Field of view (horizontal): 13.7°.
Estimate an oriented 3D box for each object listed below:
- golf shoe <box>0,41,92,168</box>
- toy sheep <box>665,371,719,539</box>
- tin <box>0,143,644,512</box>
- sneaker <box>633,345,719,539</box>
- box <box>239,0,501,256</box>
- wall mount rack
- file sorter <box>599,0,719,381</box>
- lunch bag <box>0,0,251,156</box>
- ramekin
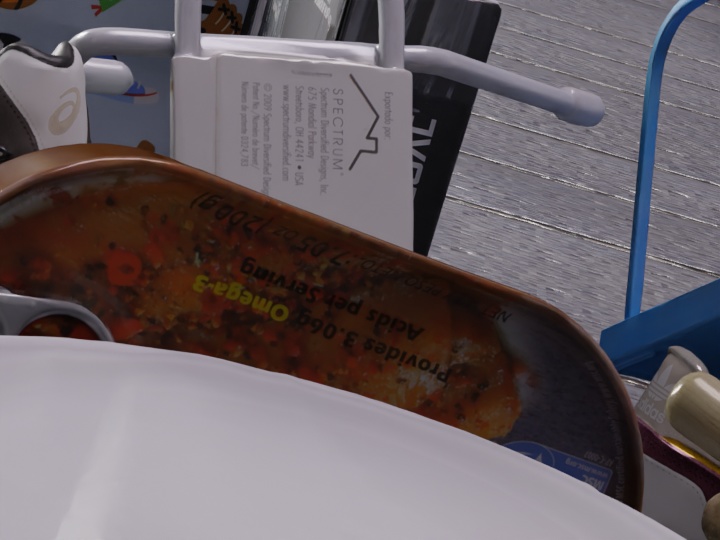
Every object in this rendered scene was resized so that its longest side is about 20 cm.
[{"bbox_3d":[-0.137,-0.046,0.785,0.200,0.095,0.078,23,22,34],"label":"golf shoe"},{"bbox_3d":[0.153,0.082,0.752,0.138,0.138,0.200,0,36,-50],"label":"toy sheep"},{"bbox_3d":[-0.025,0.040,0.728,0.200,0.112,0.042,21,0,-23],"label":"tin"},{"bbox_3d":[0.162,0.074,0.883,0.200,0.090,0.075,8,15,-30],"label":"sneaker"},{"bbox_3d":[-0.013,-0.037,0.986,0.050,0.158,0.200,14,14,-11],"label":"box"},{"bbox_3d":[0.000,0.000,0.831,0.173,0.201,0.075,3,-9,-17],"label":"wall mount rack"},{"bbox_3d":[0.197,-0.019,0.927,0.200,0.123,0.139,13,-18,-21],"label":"file sorter"},{"bbox_3d":[-0.084,-0.088,1.104,0.200,0.161,0.076,12,14,-14],"label":"lunch bag"},{"bbox_3d":[-0.023,0.091,0.581,0.202,0.094,0.202,16,13,-4],"label":"ramekin"}]
